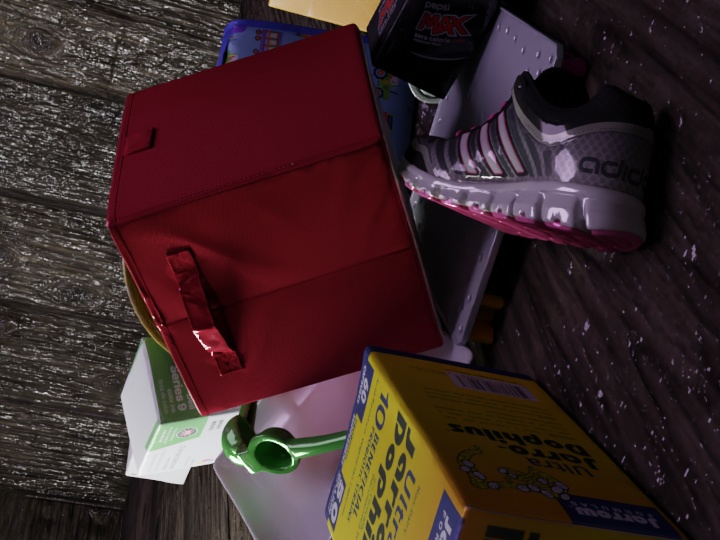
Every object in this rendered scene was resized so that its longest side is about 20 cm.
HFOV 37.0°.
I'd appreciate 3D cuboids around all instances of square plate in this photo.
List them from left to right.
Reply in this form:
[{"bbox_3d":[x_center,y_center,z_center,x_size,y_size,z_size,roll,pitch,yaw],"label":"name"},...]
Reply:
[{"bbox_3d":[-0.016,0.111,0.783,0.199,0.028,0.200,-52,28,-1],"label":"square plate"}]

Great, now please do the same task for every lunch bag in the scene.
[{"bbox_3d":[-0.055,-0.148,1.003,0.094,0.197,0.153,138,141,-66],"label":"lunch bag"}]

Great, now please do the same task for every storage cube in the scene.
[{"bbox_3d":[-0.056,-0.040,0.747,0.201,0.177,0.173,-98,-9,-54],"label":"storage cube"}]

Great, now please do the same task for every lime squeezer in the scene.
[{"bbox_3d":[-0.057,0.117,0.767,0.199,0.070,0.038,10,123,59],"label":"lime squeezer"}]

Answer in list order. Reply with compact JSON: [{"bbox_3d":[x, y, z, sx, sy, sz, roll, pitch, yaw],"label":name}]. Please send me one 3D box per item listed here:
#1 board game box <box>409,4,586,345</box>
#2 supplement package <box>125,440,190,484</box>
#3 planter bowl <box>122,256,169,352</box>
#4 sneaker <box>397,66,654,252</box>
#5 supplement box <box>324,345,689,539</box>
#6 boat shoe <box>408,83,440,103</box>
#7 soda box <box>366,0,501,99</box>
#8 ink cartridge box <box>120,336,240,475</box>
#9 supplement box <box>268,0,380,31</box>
[{"bbox_3d":[0.085,-0.078,0.757,0.201,0.025,0.203,-111,35,-65],"label":"board game box"},{"bbox_3d":[-0.379,0.292,2.093,0.122,0.118,0.203,120,157,-47],"label":"supplement package"},{"bbox_3d":[-0.102,-0.013,0.946,0.083,0.197,0.204,15,-94,-81],"label":"planter bowl"},{"bbox_3d":[0.093,-0.068,0.602,0.199,0.073,0.089,19,90,61],"label":"sneaker"},{"bbox_3d":[0.059,0.129,0.541,0.200,0.108,0.111,-129,52,-71],"label":"supplement box"},{"bbox_3d":[0.052,-0.231,0.827,0.061,0.074,0.203,-106,16,-51],"label":"boat shoe"},{"bbox_3d":[0.077,-0.227,0.749,0.201,0.062,0.071,-59,20,29],"label":"soda box"},{"bbox_3d":[-0.114,0.116,1.017,0.146,0.197,0.089,-55,49,56],"label":"ink cartridge box"},{"bbox_3d":[-0.009,-0.406,1.150,0.198,0.130,0.203,117,158,-49],"label":"supplement box"}]
